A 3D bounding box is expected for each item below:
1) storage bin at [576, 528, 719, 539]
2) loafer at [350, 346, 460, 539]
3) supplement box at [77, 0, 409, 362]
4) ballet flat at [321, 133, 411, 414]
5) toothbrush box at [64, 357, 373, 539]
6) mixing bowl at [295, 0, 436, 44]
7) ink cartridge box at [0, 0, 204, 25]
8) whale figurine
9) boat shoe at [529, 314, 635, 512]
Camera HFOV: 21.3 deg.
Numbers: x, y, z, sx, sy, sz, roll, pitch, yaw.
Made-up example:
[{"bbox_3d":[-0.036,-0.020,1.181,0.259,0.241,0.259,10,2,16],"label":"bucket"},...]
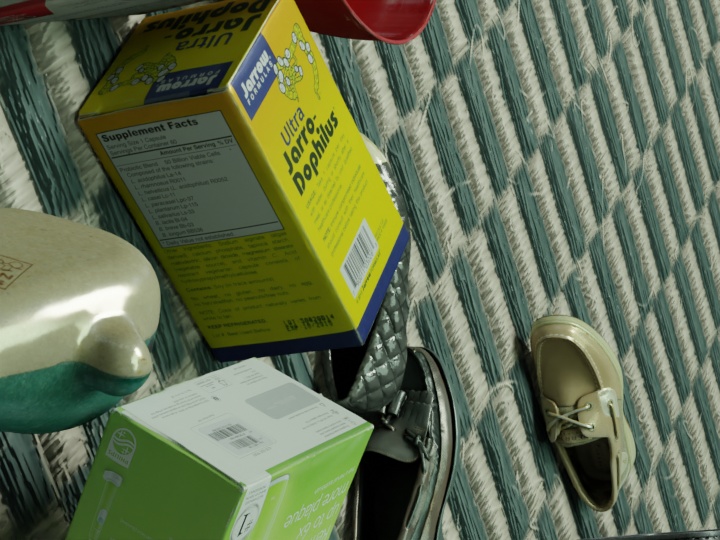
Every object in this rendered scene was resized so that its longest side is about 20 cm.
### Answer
[{"bbox_3d":[0.292,0.284,1.740,0.200,0.135,0.094,9,75,-61],"label":"storage bin"},{"bbox_3d":[0.026,0.146,1.350,0.063,0.072,0.200,24,64,-52],"label":"loafer"},{"bbox_3d":[-0.067,-0.055,1.180,0.200,0.109,0.110,63,33,-32],"label":"supplement box"},{"bbox_3d":[0.000,0.000,1.335,0.057,0.066,0.200,3,81,-66],"label":"ballet flat"},{"bbox_3d":[-0.090,0.161,1.007,0.146,0.086,0.200,-16,132,-63],"label":"toothbrush box"},{"bbox_3d":[-0.037,-0.241,1.287,0.200,0.108,0.200,28,58,-57],"label":"mixing bowl"},{"bbox_3d":[-0.127,-0.189,1.062,0.200,0.144,0.084,-18,99,-62],"label":"ink cartridge box"},{"bbox_3d":[-0.177,0.042,0.920,0.200,0.159,0.104,-53,156,-66],"label":"whale figurine"},{"bbox_3d":[0.193,0.126,1.670,0.065,0.072,0.200,-68,145,-46],"label":"boat shoe"}]
